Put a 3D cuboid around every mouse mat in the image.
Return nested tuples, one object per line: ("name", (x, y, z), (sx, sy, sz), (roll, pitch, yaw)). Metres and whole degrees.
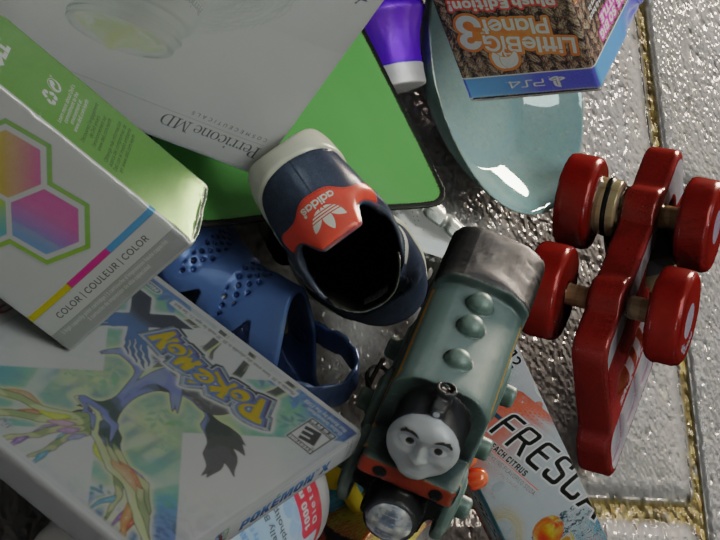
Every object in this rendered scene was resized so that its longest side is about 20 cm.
("mouse mat", (-0.053, -0.098, 1.435), (0.200, 0.008, 0.161), (-5, 59, -38))

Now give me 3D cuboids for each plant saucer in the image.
("plant saucer", (0.089, -0.134, 1.645), (0.201, 0.039, 0.201), (19, 67, -52))

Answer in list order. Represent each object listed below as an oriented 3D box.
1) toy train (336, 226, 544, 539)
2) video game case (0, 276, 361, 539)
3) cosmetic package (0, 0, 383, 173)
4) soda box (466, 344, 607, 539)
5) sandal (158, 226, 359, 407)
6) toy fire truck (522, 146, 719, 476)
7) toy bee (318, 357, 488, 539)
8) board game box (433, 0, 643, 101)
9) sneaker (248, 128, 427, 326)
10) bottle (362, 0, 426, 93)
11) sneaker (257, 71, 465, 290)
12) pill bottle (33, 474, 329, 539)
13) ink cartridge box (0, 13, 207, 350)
("toy train", (0.047, 0.064, 1.358), (0.085, 0.114, 0.200), (23, 38, 3))
("video game case", (-0.127, 0.069, 1.263), (0.200, 0.022, 0.182), (37, 37, 19))
("cosmetic package", (-0.097, -0.186, 1.292), (0.199, 0.200, 0.123), (19, 32, -33))
("soda box", (0.097, 0.125, 1.522), (0.064, 0.068, 0.200), (-30, 117, -7))
("sandal", (-0.065, 0.019, 1.397), (0.200, 0.087, 0.080), (55, 46, -19))
("toy fire truck", (0.187, 0.022, 1.665), (0.168, 0.112, 0.200), (82, 25, -50))
("toy bee", (0.014, 0.132, 1.425), (0.131, 0.109, 0.200), (37, 58, -46))
("board game box", (0.109, -0.240, 1.557), (0.160, 0.097, 0.200), (-61, 138, -44))
("sneaker", (0.000, 0.000, 1.384), (0.085, 0.075, 0.200), (54, 5, 32))
("bottle", (0.000, -0.214, 1.558), (0.083, 0.065, 0.200), (-8, 84, -56))
("sneaker", (-0.005, -0.018, 1.496), (0.200, 0.075, 0.116), (53, 49, -10))
("pill bottle", (-0.111, 0.158, 1.281), (0.200, 0.109, 0.109), (-41, 109, -47))
("ink cartridge box", (-0.188, -0.060, 1.230), (0.200, 0.104, 0.059), (40, 29, -19))
